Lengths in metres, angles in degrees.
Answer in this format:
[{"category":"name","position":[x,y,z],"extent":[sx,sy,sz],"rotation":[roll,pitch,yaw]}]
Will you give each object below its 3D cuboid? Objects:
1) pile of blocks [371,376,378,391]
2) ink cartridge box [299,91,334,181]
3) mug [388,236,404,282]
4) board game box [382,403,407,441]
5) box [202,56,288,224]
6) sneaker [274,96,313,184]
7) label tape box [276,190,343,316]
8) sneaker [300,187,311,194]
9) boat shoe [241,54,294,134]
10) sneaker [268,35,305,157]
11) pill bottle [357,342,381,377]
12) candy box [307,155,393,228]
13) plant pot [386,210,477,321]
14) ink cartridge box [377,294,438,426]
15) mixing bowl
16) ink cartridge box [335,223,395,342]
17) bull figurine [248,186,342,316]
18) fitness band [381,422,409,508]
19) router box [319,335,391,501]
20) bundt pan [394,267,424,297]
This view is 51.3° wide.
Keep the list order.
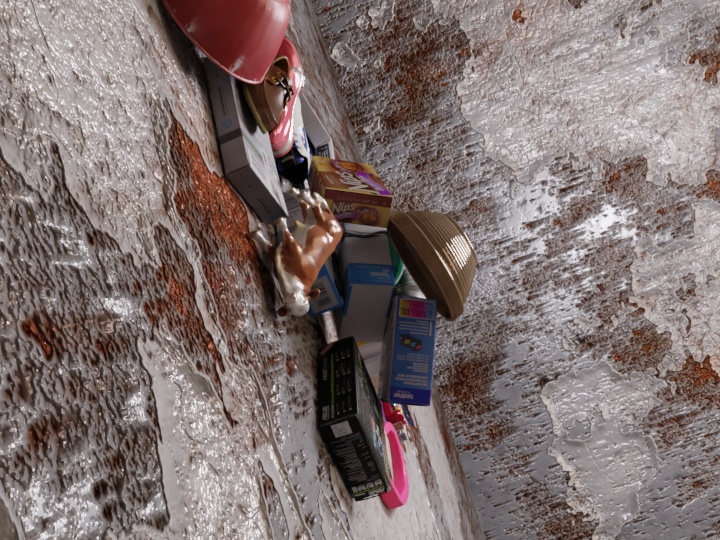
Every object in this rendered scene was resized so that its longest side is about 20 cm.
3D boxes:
[{"category":"pile of blocks","position":[0.025,0.160,1.557],"extent":[0.082,0.061,0.205],"rotation":[47,26,-72]},{"category":"ink cartridge box","position":[-0.098,-0.243,1.505],"extent":[0.200,0.042,0.202],"rotation":[82,-16,-51]},{"category":"mug","position":[0.012,-0.040,1.578],"extent":[0.114,0.148,0.190],"rotation":[173,-90,-86]},{"category":"board game box","position":[0.072,0.297,1.649],"extent":[0.158,0.038,0.205],"rotation":[-35,107,-82]},{"category":"box","position":[-0.166,-0.190,1.086],"extent":[0.156,0.040,0.204],"rotation":[56,17,-65]},{"category":"sneaker","position":[-0.130,-0.237,1.316],"extent":[0.116,0.079,0.203],"rotation":[-100,171,-61]},{"category":"label tape box","position":[-0.086,-0.049,1.239],"extent":[0.202,0.065,0.145],"rotation":[-98,167,-49]},{"category":"sneaker","position":[-0.033,-0.097,1.439],"extent":[0.198,0.077,0.081],"rotation":[35,2,-9]},{"category":"boat shoe","position":[-0.134,-0.272,1.109],"extent":[0.202,0.066,0.073],"rotation":[-99,167,-53]},{"category":"sneaker","position":[-0.134,-0.294,1.233],"extent":[0.087,0.072,0.206],"rotation":[53,40,-84]},{"category":"pill bottle","position":[0.017,0.099,1.452],"extent":[0.114,0.112,0.205],"rotation":[24,47,-80]},{"category":"candy box","position":[-0.022,-0.135,1.264],"extent":[0.201,0.114,0.058],"rotation":[-113,-147,-66]},{"category":"plant pot","position":[0.129,-0.025,1.233],"extent":[0.203,0.092,0.201],"rotation":[58,-5,8]},{"category":"ink cartridge box","position":[0.075,0.151,1.247],"extent":[0.136,0.074,0.206],"rotation":[132,-34,-81]},{"category":"mixing bowl","position":[-0.165,-0.366,1.005],"extent":[0.200,0.108,0.202],"rotation":[44,24,-25]},{"category":"ink cartridge box","position":[0.000,0.000,1.305],"extent":[0.146,0.082,0.203],"rotation":[102,-15,-46]},{"category":"bull figurine","position":[-0.086,-0.030,1.043],"extent":[0.123,0.064,0.201],"rotation":[60,33,-24]},{"category":"fitness band","position":[0.055,0.359,1.391],"extent":[0.200,0.037,0.147],"rotation":[20,52,-79]},{"category":"router box","position":[-0.010,0.220,1.142],"extent":[0.201,0.061,0.152],"rotation":[-95,164,-62]},{"category":"bundt pan","position":[0.065,0.063,1.649],"extent":[0.075,0.200,0.205],"rotation":[32,35,-48]}]
